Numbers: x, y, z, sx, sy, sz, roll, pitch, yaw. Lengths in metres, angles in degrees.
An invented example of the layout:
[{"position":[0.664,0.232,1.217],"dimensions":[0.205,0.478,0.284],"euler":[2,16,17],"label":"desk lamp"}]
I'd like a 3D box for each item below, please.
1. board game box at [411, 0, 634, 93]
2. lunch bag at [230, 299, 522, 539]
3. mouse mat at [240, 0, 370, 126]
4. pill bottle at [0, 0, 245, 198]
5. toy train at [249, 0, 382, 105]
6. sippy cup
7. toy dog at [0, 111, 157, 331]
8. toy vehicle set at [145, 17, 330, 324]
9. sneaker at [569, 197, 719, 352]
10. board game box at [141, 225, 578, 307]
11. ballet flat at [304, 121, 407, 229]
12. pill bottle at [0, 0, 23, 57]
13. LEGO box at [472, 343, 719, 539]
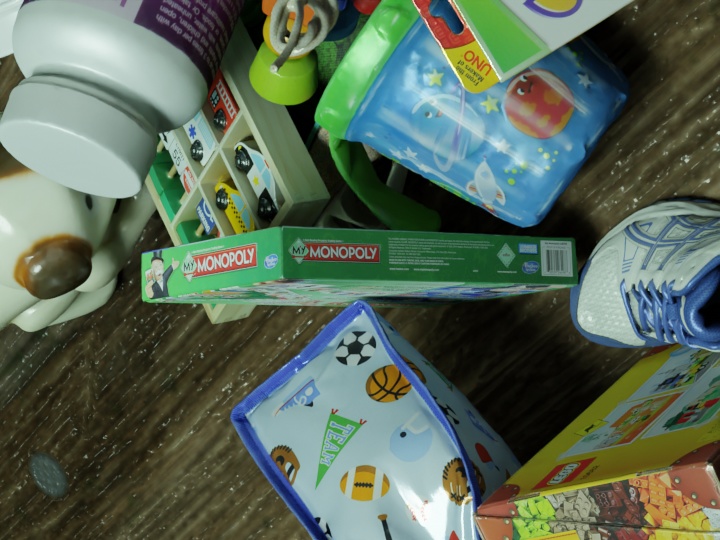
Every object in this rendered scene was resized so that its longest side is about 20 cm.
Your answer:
[{"position":[0.113,-0.174,1.032],"dimensions":[0.199,0.030,0.096],"euler":[-31,94,12],"label":"board game box"},{"position":[0.041,0.145,1.175],"dimensions":[0.200,0.124,0.170],"euler":[50,-176,40],"label":"lunch bag"},{"position":[-0.037,-0.194,1.227],"dimensions":[0.161,0.008,0.200],"euler":[46,133,9],"label":"mouse mat"},{"position":[-0.122,-0.146,1.166],"dimensions":[0.112,0.201,0.112],"euler":[17,160,6],"label":"pill bottle"},{"position":[-0.034,-0.131,1.125],"dimensions":[0.084,0.201,0.116],"euler":[19,138,0],"label":"toy train"},{"position":[0.066,-0.095,1.125],"dimensions":[0.130,0.140,0.178],"euler":[37,162,3],"label":"sippy cup"},{"position":[-0.218,-0.034,1.319],"dimensions":[0.140,0.193,0.200],"euler":[65,155,1],"label":"toy dog"},{"position":[-0.093,-0.085,1.262],"dimensions":[0.201,0.026,0.124],"euler":[63,142,24],"label":"toy vehicle set"},{"position":[0.175,0.006,1.116],"dimensions":[0.199,0.088,0.076],"euler":[-21,102,45],"label":"sneaker"},{"position":[0.000,0.000,1.167],"dimensions":[0.134,0.199,0.029],"euler":[-8,82,52],"label":"board game box"},{"position":[-0.019,-0.035,1.264],"dimensions":[0.067,0.068,0.200],"euler":[38,134,5],"label":"ballet flat"},{"position":[-0.224,-0.234,1.280],"dimensions":[0.111,0.111,0.201],"euler":[-14,105,42],"label":"pill bottle"},{"position":[0.176,0.096,1.088],"dimensions":[0.149,0.200,0.077],"euler":[-18,102,43],"label":"LEGO box"}]
